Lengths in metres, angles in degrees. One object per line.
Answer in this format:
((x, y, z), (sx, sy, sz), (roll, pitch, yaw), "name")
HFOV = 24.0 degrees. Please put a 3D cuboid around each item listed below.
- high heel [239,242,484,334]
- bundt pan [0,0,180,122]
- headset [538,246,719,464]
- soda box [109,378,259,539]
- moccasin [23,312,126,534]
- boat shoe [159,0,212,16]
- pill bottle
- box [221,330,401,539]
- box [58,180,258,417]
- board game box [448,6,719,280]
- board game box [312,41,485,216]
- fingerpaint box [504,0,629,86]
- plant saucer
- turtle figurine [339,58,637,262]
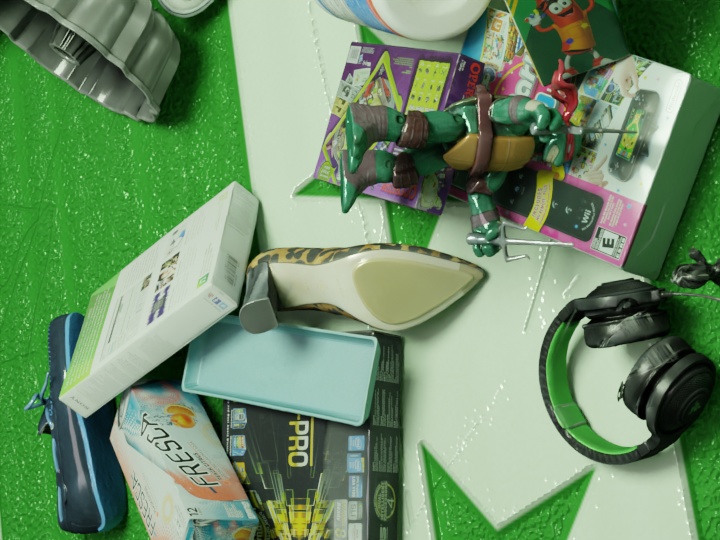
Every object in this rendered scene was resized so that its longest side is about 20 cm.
((0.000, 0.000, 1.383), (0.198, 0.143, 0.072), (-9, 106, 4), "high heel")
((-0.245, -0.222, 1.516), (0.201, 0.202, 0.076), (23, 74, 37), "bundt pan")
((0.194, 0.056, 1.191), (0.200, 0.094, 0.124), (-47, 63, 37), "headset")
((-0.150, 0.173, 1.410), (0.200, 0.063, 0.069), (54, 132, 51), "soda box")
((-0.267, 0.140, 1.538), (0.068, 0.080, 0.202), (-15, 73, 22), "moccasin")
((-0.122, -0.315, 1.478), (0.074, 0.086, 0.203), (28, 97, -9), "boat shoe")
((0.017, -0.246, 1.332), (0.200, 0.112, 0.113), (32, 104, 62), "pill bottle")
((-0.042, 0.155, 1.387), (0.160, 0.049, 0.202), (-5, 79, 36), "box")
((-0.174, 0.025, 1.467), (0.199, 0.036, 0.145), (-34, 28, 29), "box")
((0.153, -0.099, 1.267), (0.199, 0.064, 0.149), (25, 99, 38), "board game box")
((0.026, -0.115, 1.334), (0.200, 0.032, 0.121), (23, 93, 64), "board game box")
((0.122, -0.265, 1.208), (0.073, 0.167, 0.201), (-18, 51, 13), "fingerpaint box")
((-0.065, 0.078, 1.378), (0.199, 0.019, 0.071), (7, 84, 38), "plant saucer")
((0.087, -0.080, 1.199), (0.150, 0.198, 0.101), (95, 173, -45), "turtle figurine")
